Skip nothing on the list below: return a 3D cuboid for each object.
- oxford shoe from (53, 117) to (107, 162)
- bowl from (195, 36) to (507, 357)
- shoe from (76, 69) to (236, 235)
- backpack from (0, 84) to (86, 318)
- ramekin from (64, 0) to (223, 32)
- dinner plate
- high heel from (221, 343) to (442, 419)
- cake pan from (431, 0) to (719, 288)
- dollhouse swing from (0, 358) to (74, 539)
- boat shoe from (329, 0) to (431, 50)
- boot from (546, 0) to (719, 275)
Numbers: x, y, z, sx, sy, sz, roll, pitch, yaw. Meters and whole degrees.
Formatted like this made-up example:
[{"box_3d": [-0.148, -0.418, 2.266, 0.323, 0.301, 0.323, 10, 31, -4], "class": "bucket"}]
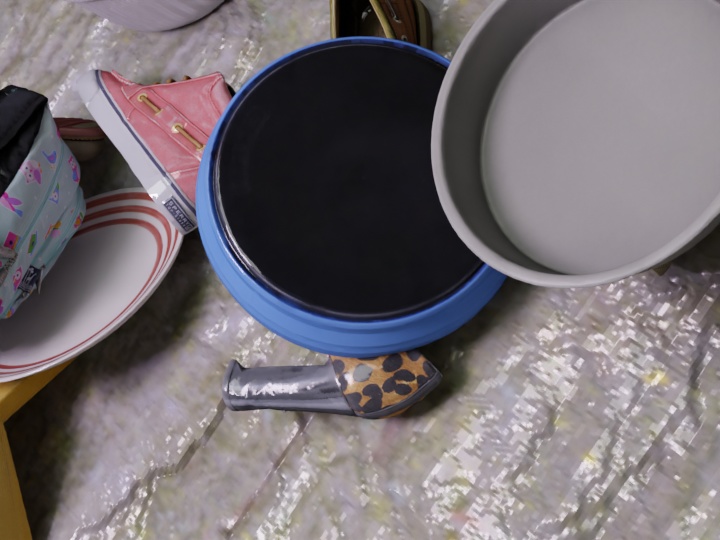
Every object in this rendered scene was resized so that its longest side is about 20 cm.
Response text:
[{"box_3d": [-0.273, -0.076, 1.424, 0.200, 0.070, 0.075, -7, 94, 34], "class": "oxford shoe"}, {"box_3d": [0.001, -0.049, 1.094, 0.200, 0.039, 0.201, 0, 70, -1], "class": "bowl"}, {"box_3d": [-0.131, -0.107, 1.306, 0.091, 0.071, 0.200, -38, 40, -2], "class": "shoe"}, {"box_3d": [-0.284, -0.038, 1.289, 0.167, 0.127, 0.200, 10, 49, 23], "class": "backpack"}, {"box_3d": [-0.157, -0.275, 1.386, 0.200, 0.105, 0.200, -20, 55, 32], "class": "ramekin"}, {"box_3d": [-0.208, 0.014, 1.297, 0.200, 0.024, 0.200, -20, 33, 14], "class": "dinner plate"}, {"box_3d": [0.000, 0.000, 1.145, 0.142, 0.071, 0.200, -1, 63, 27], "class": "high heel"}, {"box_3d": [0.132, -0.082, 0.988, 0.200, 0.037, 0.201, -13, 65, 30], "class": "cake pan"}, {"box_3d": [-0.291, 0.141, 1.332, 0.200, 0.176, 0.182, 4, 112, 41], "class": "dollhouse swing"}, {"box_3d": [0.010, -0.106, 1.178, 0.072, 0.068, 0.200, -28, 53, 25], "class": "boat shoe"}, {"box_3d": [0.152, -0.102, 1.053, 0.156, 0.073, 0.200, -52, 51, 8], "class": "boot"}]
